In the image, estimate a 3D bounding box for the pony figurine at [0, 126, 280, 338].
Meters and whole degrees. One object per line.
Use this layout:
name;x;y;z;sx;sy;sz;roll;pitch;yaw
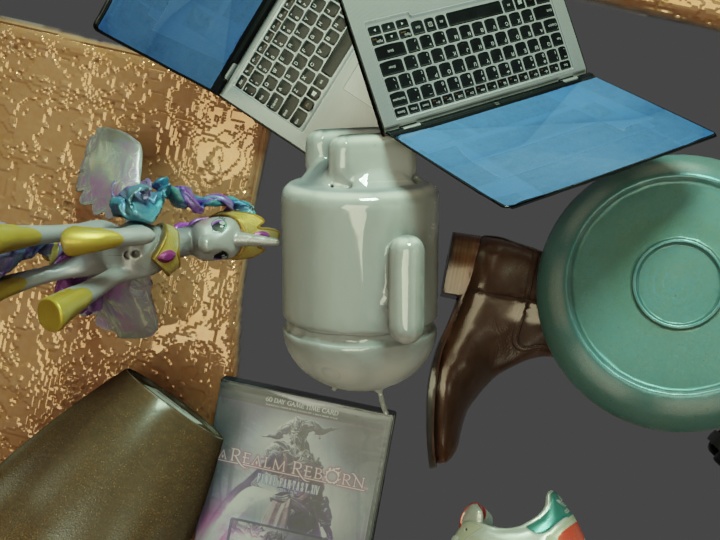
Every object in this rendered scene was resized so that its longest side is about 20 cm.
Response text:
pony figurine;-0.181;-0.014;0.851;0.192;0.200;0.167;6;105;42

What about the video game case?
video game case;-0.058;0.196;0.943;0.142;0.019;0.201;11;97;6

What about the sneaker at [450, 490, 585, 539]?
sneaker;0.081;0.233;0.912;0.199;0.070;0.094;-21;74;11

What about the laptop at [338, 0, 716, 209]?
laptop;0.108;-0.151;0.798;0.187;0.116;0.201;-19;92;-28

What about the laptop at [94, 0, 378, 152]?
laptop;-0.045;-0.194;0.849;0.200;0.116;0.188;34;99;3

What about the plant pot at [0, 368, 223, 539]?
plant pot;-0.200;0.181;0.894;0.187;0.187;0.200;35;84;3

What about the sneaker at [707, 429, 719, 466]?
sneaker;0.293;0.091;0.860;0.099;0.071;0.201;-23;96;4

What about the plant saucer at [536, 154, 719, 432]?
plant saucer;0.223;0.011;0.828;0.199;0.027;0.201;-3;77;11

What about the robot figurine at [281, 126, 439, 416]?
robot figurine;0.000;0.000;0.848;0.112;0.170;0.201;-5;104;-21

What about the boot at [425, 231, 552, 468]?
boot;0.153;0.071;0.884;0.199;0.064;0.187;9;94;2
